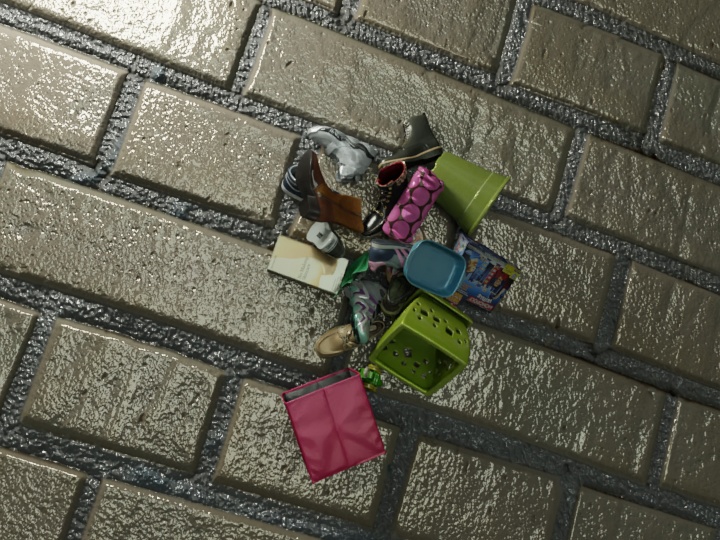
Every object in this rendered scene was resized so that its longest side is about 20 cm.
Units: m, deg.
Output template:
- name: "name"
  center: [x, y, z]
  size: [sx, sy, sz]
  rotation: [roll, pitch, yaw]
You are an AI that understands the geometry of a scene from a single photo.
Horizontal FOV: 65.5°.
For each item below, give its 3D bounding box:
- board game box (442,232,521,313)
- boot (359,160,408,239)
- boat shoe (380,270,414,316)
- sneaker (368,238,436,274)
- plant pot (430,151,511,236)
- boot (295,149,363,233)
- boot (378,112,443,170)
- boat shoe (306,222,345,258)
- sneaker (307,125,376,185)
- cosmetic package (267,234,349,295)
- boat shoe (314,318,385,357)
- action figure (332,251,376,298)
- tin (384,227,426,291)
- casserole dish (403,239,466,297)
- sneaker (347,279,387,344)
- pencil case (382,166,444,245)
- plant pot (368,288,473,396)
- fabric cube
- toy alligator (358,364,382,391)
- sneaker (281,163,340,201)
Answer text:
- name: "board game box"
  center: [0.303, 0.029, 1.542]
  size: [0.199, 0.062, 0.201]
  rotation: [26, 111, -23]
- name: "boot"
  center: [0.063, -0.190, 1.500]
  size: [0.200, 0.151, 0.073]
  rotation: [-40, 62, -13]
- name: "boat shoe"
  center: [0.114, 0.029, 1.467]
  size: [0.071, 0.066, 0.202]
  rotation: [29, 56, 2]
- name: "sneaker"
  center: [0.106, -0.028, 1.442]
  size: [0.198, 0.070, 0.083]
  rotation: [8, 102, -26]
- name: "plant pot"
  center: [0.278, -0.226, 1.539]
  size: [0.189, 0.200, 0.201]
  rotation: [37, 80, 8]
- name: "boot"
  center: [-0.067, -0.204, 1.449]
  size: [0.199, 0.068, 0.190]
  rotation: [9, 64, -42]
- name: "boot"
  center: [0.123, -0.359, 1.578]
  size: [0.198, 0.077, 0.140]
  rotation: [-18, 83, -24]
- name: "boat shoe"
  center: [-0.089, -0.078, 1.460]
  size: [0.064, 0.200, 0.071]
  rotation: [41, 96, -26]
- name: "sneaker"
  center: [-0.063, -0.313, 1.535]
  size: [0.198, 0.075, 0.116]
  rotation: [20, 79, -10]
- name: "cosmetic package"
  center: [-0.141, -0.013, 1.495]
  size: [0.198, 0.071, 0.106]
  rotation: [19, 82, -7]
- name: "boat shoe"
  center: [-0.029, 0.175, 1.498]
  size: [0.198, 0.065, 0.072]
  rotation: [-24, 89, -11]
- name: "action figure"
  center: [0.000, 0.000, 1.470]
  size: [0.118, 0.200, 0.055]
  rotation: [-37, 102, 27]
- name: "tin"
  center: [0.124, -0.037, 1.558]
  size: [0.111, 0.042, 0.202]
  rotation: [5, 83, -13]
- name: "casserole dish"
  center: [0.185, -0.007, 1.426]
  size: [0.199, 0.039, 0.122]
  rotation: [22, 93, -34]
- name: "sneaker"
  center: [0.042, 0.099, 1.474]
  size: [0.138, 0.078, 0.201]
  rotation: [-3, 52, -9]
- name: "pencil case"
  center: [0.144, -0.169, 1.478]
  size: [0.093, 0.091, 0.201]
  rotation: [34, 106, 16]
- name: "plant pot"
  center: [0.167, 0.173, 1.452]
  size: [0.199, 0.199, 0.182]
  rotation: [33, 45, -4]
- name: "fabric cube"
  center: [-0.073, 0.378, 1.406]
  size: [0.198, 0.196, 0.201]
  rotation: [-19, 89, -11]
- name: "toy alligator"
  center: [0.015, 0.271, 1.445]
  size: [0.054, 0.200, 0.060]
  rotation: [13, 74, 19]
- name: "sneaker"
  center: [-0.113, -0.217, 1.497]
  size: [0.198, 0.109, 0.071]
  rotation: [21, 65, -6]
